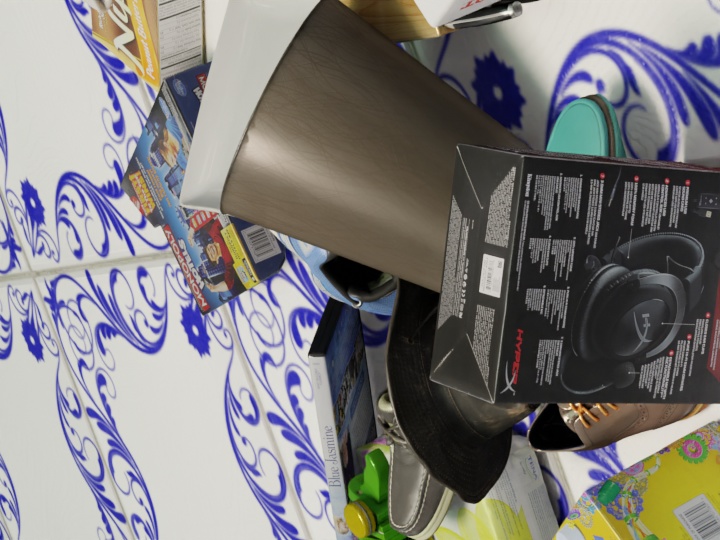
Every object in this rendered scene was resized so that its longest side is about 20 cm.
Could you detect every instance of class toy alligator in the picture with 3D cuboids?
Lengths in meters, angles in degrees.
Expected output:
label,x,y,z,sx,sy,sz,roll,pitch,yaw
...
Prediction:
label,x,y,z,sx,sy,sz,roll,pitch,yaw
toy alligator,0.024,0.233,1.652,0.054,0.059,0.201,16,126,56

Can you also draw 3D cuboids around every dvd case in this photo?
label,x,y,z,sx,sy,sz,roll,pitch,yaw
dvd case,-0.012,0.122,1.719,0.143,0.017,0.201,-71,-24,-61

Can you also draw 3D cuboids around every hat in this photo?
label,x,y,z,sx,sy,sz,roll,pitch,yaw
hat,0.095,0.068,1.474,0.081,0.201,0.201,-15,99,26

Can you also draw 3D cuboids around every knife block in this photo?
label,x,y,z,sx,sy,sz,roll,pitch,yaw
knife block,0.057,-0.191,1.407,0.176,0.064,0.200,50,148,29

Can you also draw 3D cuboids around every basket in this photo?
label,x,y,z,sx,sy,sz,roll,pitch,yaw
basket,0.026,-0.069,1.417,0.200,0.136,0.181,30,116,6

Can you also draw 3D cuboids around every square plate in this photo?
label,x,y,z,sx,sy,sz,roll,pitch,yaw
square plate,-0.077,-0.138,1.624,0.198,0.028,0.201,14,91,61

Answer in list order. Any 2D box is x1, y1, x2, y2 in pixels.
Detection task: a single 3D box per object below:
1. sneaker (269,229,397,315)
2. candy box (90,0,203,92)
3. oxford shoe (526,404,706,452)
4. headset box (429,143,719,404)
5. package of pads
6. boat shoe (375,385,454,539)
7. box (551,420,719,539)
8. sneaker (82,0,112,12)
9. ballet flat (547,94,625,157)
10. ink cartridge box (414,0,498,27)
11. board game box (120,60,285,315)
label,x,y,z,sx,sy,sz,roll,pitch,yaw
sneaker,0.000,0.000,1.561,0.089,0.079,0.200,50,-173,31
candy box,-0.193,-0.273,1.788,0.115,0.055,0.200,41,143,37
oxford shoe,0.181,0.089,1.395,0.071,0.073,0.200,60,152,11
headset box,0.152,0.004,1.242,0.077,0.199,0.149,17,103,57
package of pads,0.087,0.204,1.657,0.200,0.068,0.155,3,115,59
boat shoe,0.042,0.108,1.574,0.072,0.066,0.202,10,88,56
box,0.228,0.249,1.388,0.200,0.122,0.193,54,151,22
sneaker,-0.208,-0.282,1.697,0.089,0.075,0.200,50,154,0
ballet flat,0.155,-0.015,1.337,0.067,0.070,0.201,12,97,51
ink cartridge box,0.111,-0.245,1.183,0.086,0.146,0.200,58,152,12
board game box,-0.148,-0.068,1.864,0.200,0.062,0.200,65,153,1
